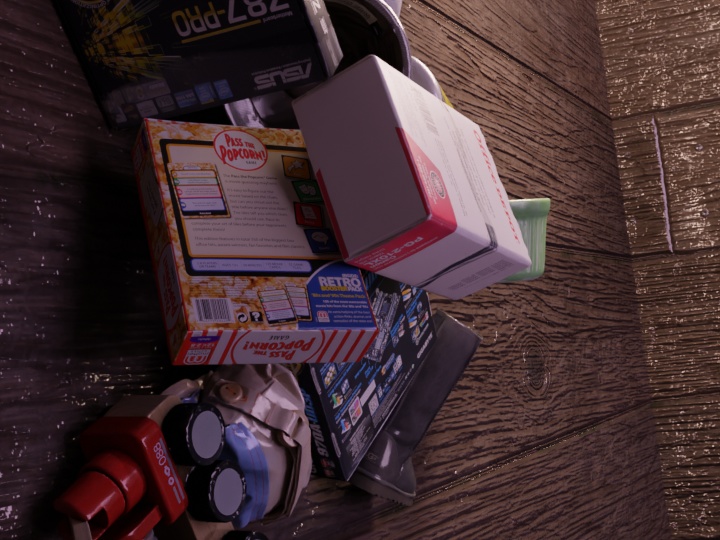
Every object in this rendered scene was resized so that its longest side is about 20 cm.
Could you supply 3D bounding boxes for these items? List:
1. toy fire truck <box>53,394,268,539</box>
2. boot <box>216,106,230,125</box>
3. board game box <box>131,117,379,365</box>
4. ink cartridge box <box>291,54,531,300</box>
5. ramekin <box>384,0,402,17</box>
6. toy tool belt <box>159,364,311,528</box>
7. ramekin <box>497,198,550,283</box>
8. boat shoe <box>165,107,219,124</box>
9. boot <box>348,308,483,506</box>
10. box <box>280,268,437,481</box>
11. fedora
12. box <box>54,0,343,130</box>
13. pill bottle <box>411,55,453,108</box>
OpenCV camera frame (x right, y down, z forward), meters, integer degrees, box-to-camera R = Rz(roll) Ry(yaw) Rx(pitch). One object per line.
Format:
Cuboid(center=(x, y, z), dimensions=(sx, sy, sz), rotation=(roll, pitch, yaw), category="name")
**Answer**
Cuboid(center=(-0.155, 0.206, 0.922), dimensions=(0.200, 0.128, 0.177), rotation=(-44, 123, -50), category="toy fire truck")
Cuboid(center=(-0.077, -0.126, 1.276), dimensions=(0.200, 0.072, 0.155), rotation=(37, 28, -29), category="boot")
Cuboid(center=(-0.084, -0.024, 0.997), dimensions=(0.151, 0.046, 0.201), rotation=(2, 53, -25), category="board game box")
Cuboid(center=(0.046, -0.068, 1.059), dimensions=(0.200, 0.084, 0.145), rotation=(20, 47, -59), category="ink cartridge box")
Cuboid(center=(-0.049, -0.269, 1.230), dimensions=(0.202, 0.201, 0.095), rotation=(45, 38, -55), category="ramekin")
Cuboid(center=(-0.108, 0.126, 1.033), dimensions=(0.123, 0.125, 0.201), rotation=(-39, 140, -32), category="toy tool belt")
Cuboid(center=(0.136, -0.036, 1.613), dimensions=(0.200, 0.199, 0.098), rotation=(-9, 98, -68), category="ramekin")
Cuboid(center=(-0.151, -0.175, 1.108), dimensions=(0.072, 0.067, 0.201), rotation=(-51, 140, -44), category="boat shoe")
Cuboid(center=(0.062, 0.145, 1.376), dimensions=(0.201, 0.072, 0.182), rotation=(-65, 168, -6), category="boot")
Cuboid(center=(-0.003, 0.058, 1.141), dimensions=(0.200, 0.046, 0.160), rotation=(-54, 140, -42), category="box")
Cuboid(center=(-0.051, -0.167, 1.153), dimensions=(0.200, 0.090, 0.177), rotation=(-45, 108, -22), category="fedora")
Cuboid(center=(-0.133, -0.207, 1.009), dimensions=(0.049, 0.199, 0.162), rotation=(-69, 144, -54), category="box")
Cuboid(center=(0.041, -0.144, 1.317), dimensions=(0.200, 0.112, 0.113), rotation=(27, 56, -77), category="pill bottle")
